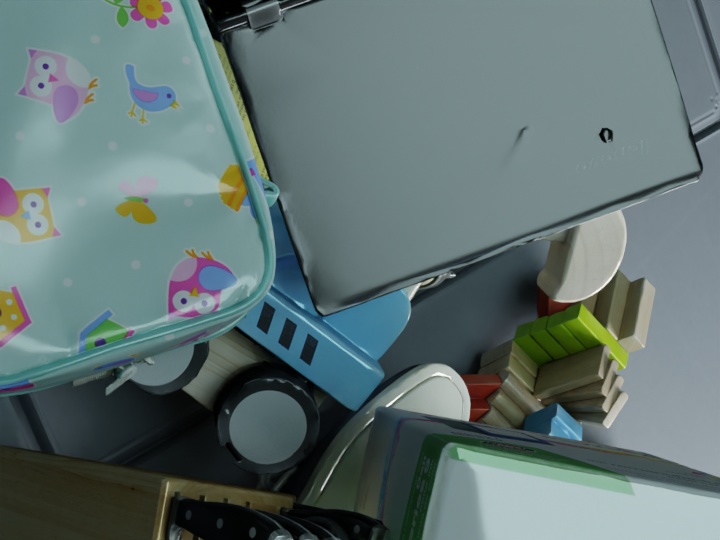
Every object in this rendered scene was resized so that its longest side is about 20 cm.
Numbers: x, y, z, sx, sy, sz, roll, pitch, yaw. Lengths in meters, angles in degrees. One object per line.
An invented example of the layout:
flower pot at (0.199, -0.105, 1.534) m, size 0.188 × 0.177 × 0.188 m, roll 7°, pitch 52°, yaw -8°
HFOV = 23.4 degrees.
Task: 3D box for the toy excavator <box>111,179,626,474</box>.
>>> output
toy excavator at (0.000, 0.000, 0.819) m, size 0.194 × 0.100 × 0.200 m, roll 36°, pitch 97°, yaw -15°

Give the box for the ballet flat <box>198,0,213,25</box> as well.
ballet flat at (-0.015, -0.138, 0.887) m, size 0.200 × 0.073 × 0.073 m, roll 6°, pitch 87°, yaw -31°

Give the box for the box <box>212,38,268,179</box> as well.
box at (-0.119, -0.091, 0.833) m, size 0.200 × 0.050 × 0.075 m, roll 23°, pitch 79°, yaw -32°

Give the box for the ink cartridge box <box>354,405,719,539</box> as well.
ink cartridge box at (0.080, 0.117, 0.758) m, size 0.145 × 0.200 × 0.088 m, roll 11°, pitch 87°, yaw -6°

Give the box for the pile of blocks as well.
pile of blocks at (0.089, 0.069, 0.951) m, size 0.062 × 0.082 × 0.200 m, roll 44°, pitch 68°, yaw -26°

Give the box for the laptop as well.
laptop at (0.026, -0.111, 0.799) m, size 0.187 × 0.200 × 0.116 m, roll -20°, pitch 132°, yaw -8°

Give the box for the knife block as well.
knife block at (-0.087, 0.118, 0.739) m, size 0.200 × 0.176 × 0.064 m, roll 9°, pitch 82°, yaw 6°

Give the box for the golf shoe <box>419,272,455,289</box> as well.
golf shoe at (0.026, -0.073, 0.867) m, size 0.094 × 0.078 × 0.200 m, roll 1°, pitch 126°, yaw -25°

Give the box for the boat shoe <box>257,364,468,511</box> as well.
boat shoe at (-0.018, 0.129, 0.882) m, size 0.075 × 0.062 × 0.200 m, roll 41°, pitch 73°, yaw -28°

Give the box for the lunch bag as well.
lunch bag at (-0.124, -0.048, 0.726) m, size 0.160 × 0.077 × 0.200 m, roll -16°, pitch 83°, yaw -19°
